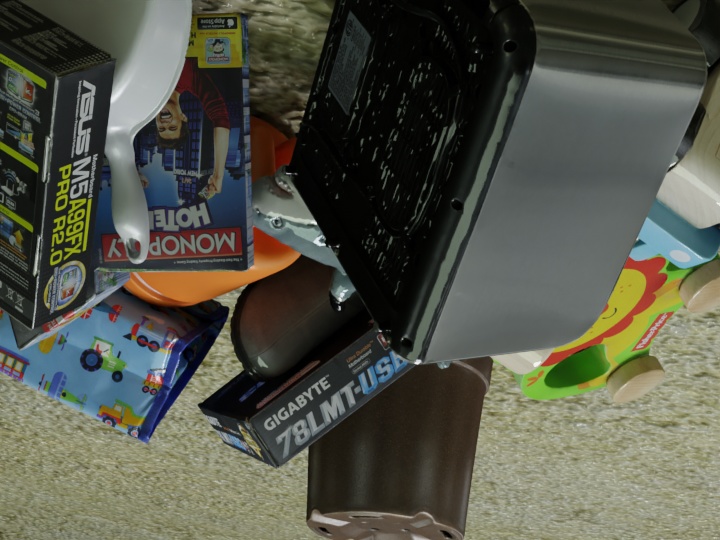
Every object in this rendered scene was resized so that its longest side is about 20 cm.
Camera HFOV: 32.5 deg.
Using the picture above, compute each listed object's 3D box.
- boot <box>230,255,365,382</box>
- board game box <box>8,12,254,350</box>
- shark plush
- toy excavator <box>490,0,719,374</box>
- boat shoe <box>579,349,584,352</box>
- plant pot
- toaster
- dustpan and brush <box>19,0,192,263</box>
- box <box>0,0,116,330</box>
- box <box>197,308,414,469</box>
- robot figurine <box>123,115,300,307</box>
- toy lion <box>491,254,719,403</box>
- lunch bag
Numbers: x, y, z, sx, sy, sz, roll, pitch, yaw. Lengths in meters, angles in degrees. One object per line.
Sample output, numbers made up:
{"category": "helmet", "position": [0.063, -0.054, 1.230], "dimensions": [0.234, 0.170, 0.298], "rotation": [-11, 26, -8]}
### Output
{"category": "boot", "position": [0.000, 0.000, 0.901], "dimensions": [0.131, 0.200, 0.070], "rotation": [-18, 111, 44]}
{"category": "board game box", "position": [-0.158, -0.054, 0.764], "dimensions": [0.197, 0.203, 0.062], "rotation": [1, -171, 10]}
{"category": "shark plush", "position": [0.003, -0.008, 0.828], "dimensions": [0.083, 0.091, 0.200], "rotation": [-38, 136, 4]}
{"category": "toy excavator", "position": [0.160, -0.038, 0.742], "dimensions": [0.099, 0.196, 0.200], "rotation": [32, 156, -14]}
{"category": "boat shoe", "position": [0.155, 0.045, 1.073], "dimensions": [0.198, 0.063, 0.073], "rotation": [21, 152, -31]}
{"category": "plant pot", "position": [0.032, 0.152, 1.175], "dimensions": [0.197, 0.201, 0.201], "rotation": [5, 155, 2]}
{"category": "toaster", "position": [0.055, -0.083, 0.611], "dimensions": [0.117, 0.181, 0.202], "rotation": [0, 125, -27]}
{"category": "dustpan and brush", "position": [-0.149, -0.104, 0.703], "dimensions": [0.138, 0.203, 0.057], "rotation": [-5, -179, 22]}
{"category": "box", "position": [-0.231, -0.084, 0.697], "dimensions": [0.199, 0.044, 0.162], "rotation": [30, 124, 23]}
{"category": "box", "position": [-0.022, 0.070, 0.970], "dimensions": [0.050, 0.199, 0.198], "rotation": [55, 165, -7]}
{"category": "robot figurine", "position": [-0.110, -0.039, 0.888], "dimensions": [0.199, 0.144, 0.117], "rotation": [-20, 107, 44]}
{"category": "toy lion", "position": [0.165, 0.033, 0.898], "dimensions": [0.189, 0.069, 0.201], "rotation": [-10, 146, -25]}
{"category": "lunch bag", "position": [-0.194, 0.034, 0.993], "dimensions": [0.149, 0.095, 0.200], "rotation": [26, -164, 0]}
